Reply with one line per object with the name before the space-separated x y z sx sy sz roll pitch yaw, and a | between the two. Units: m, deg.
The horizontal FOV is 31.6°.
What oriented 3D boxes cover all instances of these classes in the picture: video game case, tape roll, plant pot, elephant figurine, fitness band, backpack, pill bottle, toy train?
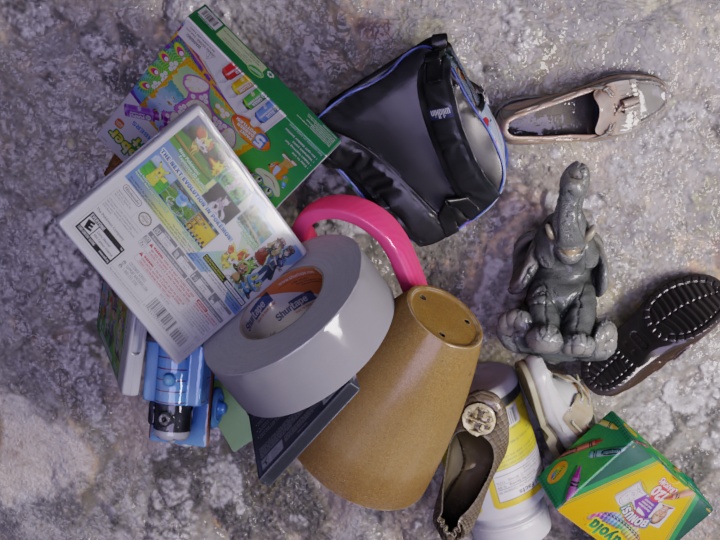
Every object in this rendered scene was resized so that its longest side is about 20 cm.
video game case | -0.178 -0.035 1.293 0.182 0.022 0.201 -41 116 -9
tape roll | -0.065 0.055 1.315 0.199 0.201 0.066 -32 119 10
plant pot | 0.041 0.118 1.358 0.185 0.187 0.201 29 120 -6
elephant figurine | 0.229 -0.003 1.426 0.140 0.154 0.202 12 79 -36
video game case | -0.258 0.014 1.402 0.022 0.200 0.184 5 107 -21
fitness band | 0.000 0.000 1.402 0.142 0.038 0.201 4 134 33
video game case | -0.068 0.118 1.351 0.019 0.200 0.143 36 106 -24
backpack | 0.065 -0.134 1.375 0.199 0.154 0.192 -30 97 23
pill bottle | 0.153 0.220 1.489 0.113 0.114 0.202 -16 105 6
toy train | -0.193 0.098 1.395 0.086 0.114 0.203 7 93 12

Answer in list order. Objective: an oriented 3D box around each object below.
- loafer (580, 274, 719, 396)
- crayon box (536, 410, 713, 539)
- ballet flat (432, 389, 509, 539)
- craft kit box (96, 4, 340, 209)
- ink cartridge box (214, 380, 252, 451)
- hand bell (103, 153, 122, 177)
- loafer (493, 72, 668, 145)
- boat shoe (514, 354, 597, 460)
loafer | 0.341 0.076 1.478 0.199 0.071 0.073 -33 68 1
crayon box | 0.310 0.260 1.482 0.119 0.058 0.200 -44 128 11
ballet flat | 0.117 0.223 1.413 0.067 0.046 0.202 23 120 16
craft kit box | -0.153 -0.140 1.341 0.200 0.049 0.197 44 129 -5
ink cartridge box | -0.148 0.091 1.468 0.145 0.048 0.201 -32 84 11
hand bell | -0.219 -0.165 1.419 0.199 0.104 0.104 -38 101 23
loafer | 0.246 -0.171 1.405 0.198 0.063 0.073 -10 104 4
boat shoe | 0.228 0.148 1.454 0.068 0.075 0.200 -24 145 6
